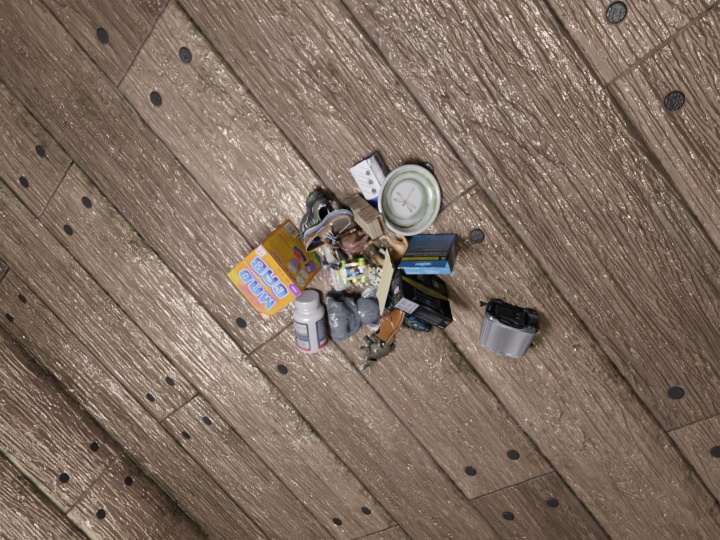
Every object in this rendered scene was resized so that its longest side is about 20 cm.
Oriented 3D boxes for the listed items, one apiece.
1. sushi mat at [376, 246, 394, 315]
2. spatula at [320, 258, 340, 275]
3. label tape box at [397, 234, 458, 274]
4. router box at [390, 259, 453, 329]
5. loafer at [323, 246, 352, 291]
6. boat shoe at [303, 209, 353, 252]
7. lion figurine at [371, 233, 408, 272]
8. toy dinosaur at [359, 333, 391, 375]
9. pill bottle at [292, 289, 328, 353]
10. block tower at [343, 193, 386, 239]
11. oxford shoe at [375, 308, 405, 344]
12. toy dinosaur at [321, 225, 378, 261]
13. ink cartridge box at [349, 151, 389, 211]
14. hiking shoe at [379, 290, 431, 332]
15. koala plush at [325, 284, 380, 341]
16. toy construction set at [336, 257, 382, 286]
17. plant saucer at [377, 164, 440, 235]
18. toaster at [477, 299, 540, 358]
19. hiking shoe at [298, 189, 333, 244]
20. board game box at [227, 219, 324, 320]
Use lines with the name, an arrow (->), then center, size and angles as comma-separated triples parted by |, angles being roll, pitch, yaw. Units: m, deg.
sushi mat -> 0.076, 0.036, 1.632 | 0.012, 0.097, 0.203 | 0, 132, -13
spatula -> -0.100, -0.012, 1.692 | 0.199, 0.020, 0.058 | 1, 105, 67
label tape box -> 0.203, -0.033, 1.554 | 0.140, 0.201, 0.065 | 0, 122, 22
router box -> 0.184, 0.073, 1.604 | 0.196, 0.160, 0.052 | 25, 129, -25
loafer -> -0.078, -0.033, 1.756 | 0.068, 0.070, 0.205 | -17, 108, -8
boat shoe -> -0.097, -0.114, 1.623 | 0.072, 0.074, 0.198 | 31, 134, -35
lion figurine -> 0.108, -0.050, 1.647 | 0.122, 0.072, 0.202 | 41, 142, 18
toy dinosaur -> 0.063, 0.278, 1.869 | 0.198, 0.078, 0.102 | -36, 112, 28
pill bottle -> -0.180, 0.180, 1.874 | 0.116, 0.120, 0.205 | 6, 119, 18
block tower -> 0.014, -0.164, 1.574 | 0.053, 0.200, 0.059 | -28, 125, -8
oxford shoe -> 0.098, 0.155, 1.658 | 0.070, 0.072, 0.202 | 24, 129, -1
toy dinosaur -> -0.033, -0.083, 1.640 | 0.198, 0.133, 0.088 | -3, 109, 60
ink cartridge box -> 0.058, -0.245, 1.592 | 0.092, 0.044, 0.203 | -23, 107, 31
hiking shoe -> 0.160, 0.139, 1.740 | 0.197, 0.089, 0.074 | 28, 169, -17
koala plush -> -0.011, 0.144, 1.768 | 0.194, 0.184, 0.183 | -11, 92, -3
toy construction set -> 0.000, 0.000, 1.681 | 0.128, 0.199, 0.095 | -6, 81, 28
plant saucer -> 0.138, -0.208, 1.543 | 0.194, 0.050, 0.207 | -4, 103, -16
toaster -> 0.446, 0.182, 1.626 | 0.195, 0.114, 0.132 | 16, 124, 11
hiking shoe -> -0.139, -0.150, 1.687 | 0.100, 0.075, 0.205 | 37, 130, 36
board game box -> -0.280, -0.003, 1.765 | 0.198, 0.200, 0.201 | -34, 101, 33
